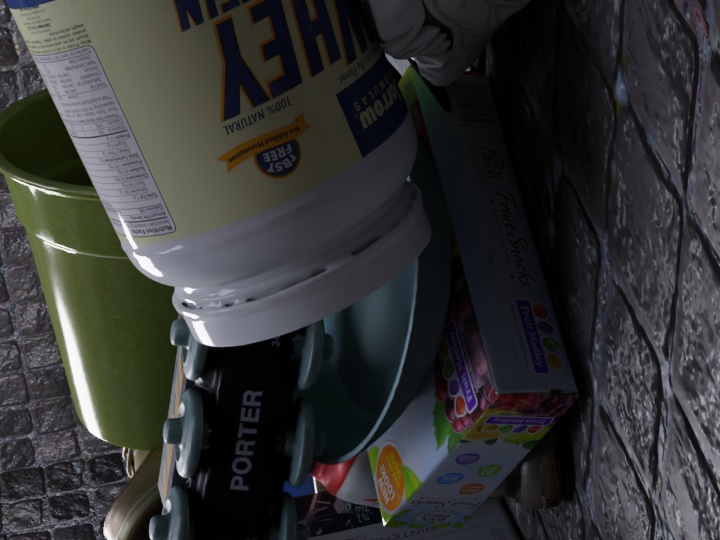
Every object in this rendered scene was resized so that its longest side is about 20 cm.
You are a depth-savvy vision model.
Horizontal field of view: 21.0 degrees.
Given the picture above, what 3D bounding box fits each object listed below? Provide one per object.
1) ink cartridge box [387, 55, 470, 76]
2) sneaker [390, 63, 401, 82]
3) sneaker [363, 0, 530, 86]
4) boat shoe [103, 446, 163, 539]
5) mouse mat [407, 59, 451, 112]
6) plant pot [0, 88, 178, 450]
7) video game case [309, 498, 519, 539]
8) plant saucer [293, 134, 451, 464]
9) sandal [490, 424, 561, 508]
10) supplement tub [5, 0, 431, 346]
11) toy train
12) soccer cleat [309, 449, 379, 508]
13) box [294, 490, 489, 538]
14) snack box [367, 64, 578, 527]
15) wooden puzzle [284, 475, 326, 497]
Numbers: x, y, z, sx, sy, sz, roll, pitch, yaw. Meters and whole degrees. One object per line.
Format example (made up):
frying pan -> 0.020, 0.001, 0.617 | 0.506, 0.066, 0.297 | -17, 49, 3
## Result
ink cartridge box -> 0.030, -0.190, 1.102 | 0.200, 0.057, 0.163 | 48, 151, 38
sneaker -> -0.030, -0.150, 1.231 | 0.201, 0.083, 0.121 | 55, 174, -13
sneaker -> 0.050, -0.134, 0.904 | 0.200, 0.081, 0.076 | -24, -87, -80
boat shoe -> -0.122, 0.117, 1.241 | 0.200, 0.065, 0.073 | -50, -15, -59
mouse mat -> -0.005, -0.189, 0.973 | 0.161, 0.007, 0.201 | 45, -155, -64
plant pot -> -0.118, 0.000, 1.183 | 0.200, 0.198, 0.191 | -116, 21, -62
video game case -> 0.018, 0.205, 1.079 | 0.200, 0.181, 0.024 | -115, 16, -60
plant saucer -> 0.000, 0.000, 1.011 | 0.200, 0.036, 0.202 | -176, 90, -65
sandal -> 0.065, 0.098, 1.081 | 0.200, 0.054, 0.082 | -159, 60, -80
supplement tub -> -0.061, -0.083, 0.866 | 0.145, 0.144, 0.201 | -128, 13, -72
toy train -> -0.066, 0.074, 1.019 | 0.114, 0.084, 0.202 | -123, 40, -70
soccer cleat -> 0.027, 0.065, 1.220 | 0.069, 0.085, 0.201 | 123, 168, -49
box -> -0.003, 0.235, 1.187 | 0.104, 0.198, 0.183 | 92, 165, -54
snack box -> 0.040, 0.015, 1.029 | 0.142, 0.053, 0.201 | 123, 142, -49
wooden puzzle -> -0.039, 0.068, 1.326 | 0.186, 0.046, 0.201 | -85, -6, -64
